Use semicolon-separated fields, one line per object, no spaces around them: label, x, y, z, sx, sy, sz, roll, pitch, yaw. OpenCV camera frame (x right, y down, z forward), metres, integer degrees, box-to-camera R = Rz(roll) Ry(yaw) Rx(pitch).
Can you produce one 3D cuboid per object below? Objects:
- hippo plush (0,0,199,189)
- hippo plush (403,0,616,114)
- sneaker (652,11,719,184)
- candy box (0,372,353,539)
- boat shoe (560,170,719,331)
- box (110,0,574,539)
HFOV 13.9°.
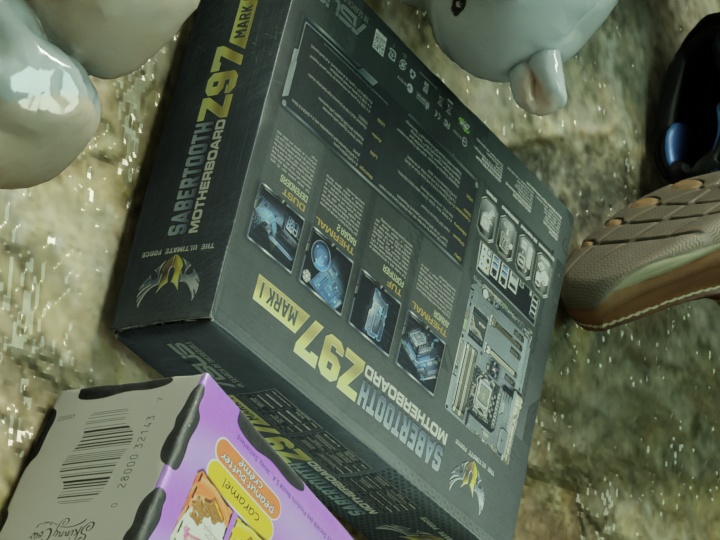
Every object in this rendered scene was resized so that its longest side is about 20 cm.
hippo plush;-0.140;-0.116;0.845;0.161;0.159;0.201;41;70;-27
hippo plush;0.079;-0.156;1.128;0.160;0.160;0.200;54;-3;39
sneaker;0.183;-0.020;1.349;0.112;0.073;0.201;-3;77;-51
candy box;-0.064;0.164;0.967;0.168;0.071;0.201;52;45;-35
boat shoe;0.181;-0.010;1.275;0.199;0.076;0.072;-21;108;-14
box;0.000;0.000;1.104;0.200;0.051;0.158;41;51;-42
